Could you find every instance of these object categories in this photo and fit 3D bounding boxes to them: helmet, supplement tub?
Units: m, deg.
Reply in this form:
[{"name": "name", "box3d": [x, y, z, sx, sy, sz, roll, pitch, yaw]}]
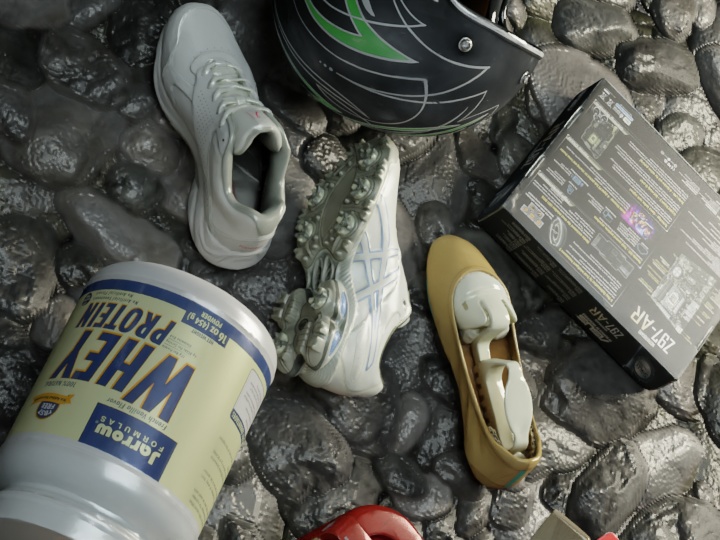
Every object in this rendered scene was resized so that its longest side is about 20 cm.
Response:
[{"name": "helmet", "box3d": [0.034, -0.194, 1.653, 0.200, 0.200, 0.191, 0, 85, -27]}, {"name": "supplement tub", "box3d": [-0.155, 0.111, 1.488, 0.145, 0.145, 0.200, 32, 62, -15]}]

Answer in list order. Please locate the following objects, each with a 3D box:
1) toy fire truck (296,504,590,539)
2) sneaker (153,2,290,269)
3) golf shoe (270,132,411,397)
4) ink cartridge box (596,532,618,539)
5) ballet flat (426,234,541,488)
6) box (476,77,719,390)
[{"name": "toy fire truck", "box3d": [0.050, 0.229, 1.580, 0.176, 0.129, 0.200, 52, 48, -3]}, {"name": "sneaker", "box3d": [-0.089, -0.108, 1.617, 0.078, 0.099, 0.200, -11, 79, -29]}, {"name": "golf shoe", "box3d": [0.000, 0.000, 1.657, 0.097, 0.078, 0.200, 31, 67, -34]}, {"name": "ink cartridge box", "box3d": [0.214, 0.300, 1.661, 0.116, 0.067, 0.200, -29, 88, -31]}, {"name": "ballet flat", "box3d": [0.100, 0.062, 1.681, 0.069, 0.063, 0.200, -7, 77, -29]}, {"name": "box", "box3d": [0.212, -0.029, 1.778, 0.200, 0.044, 0.160, 44, 60, -9]}]
